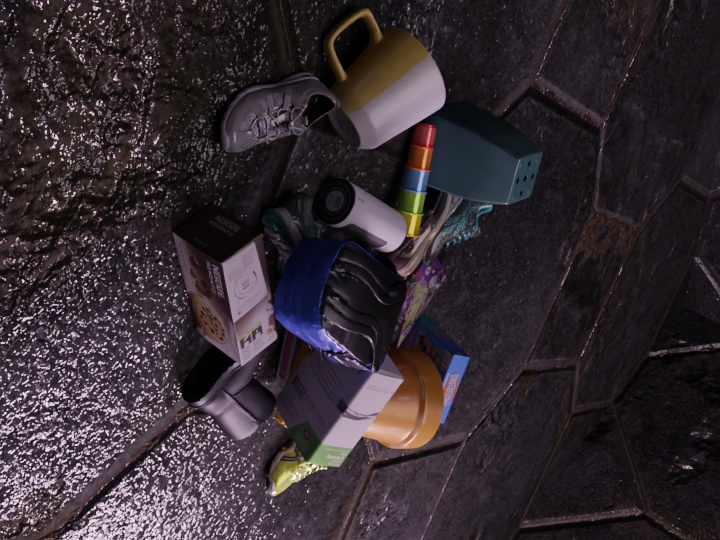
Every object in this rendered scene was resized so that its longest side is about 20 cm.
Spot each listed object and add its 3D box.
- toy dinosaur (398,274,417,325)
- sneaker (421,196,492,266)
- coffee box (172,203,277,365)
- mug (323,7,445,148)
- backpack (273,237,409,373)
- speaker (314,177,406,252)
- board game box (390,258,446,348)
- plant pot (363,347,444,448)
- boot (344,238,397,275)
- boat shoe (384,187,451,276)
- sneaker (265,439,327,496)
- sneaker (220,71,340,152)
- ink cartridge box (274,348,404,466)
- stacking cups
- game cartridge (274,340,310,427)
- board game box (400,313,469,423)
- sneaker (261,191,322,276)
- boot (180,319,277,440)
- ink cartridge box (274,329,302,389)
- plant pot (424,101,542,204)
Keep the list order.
[{"bbox_3d":[0.039,0.067,1.624,0.199,0.076,0.104,-29,111,-54],"label":"toy dinosaur"},{"bbox_3d":[0.196,-0.087,1.703,0.202,0.090,0.078,-56,171,-5],"label":"sneaker"},{"bbox_3d":[-0.193,0.022,1.232,0.079,0.112,0.203,-37,142,-32],"label":"coffee box"},{"bbox_3d":[0.016,-0.283,1.310,0.153,0.187,0.149,-40,177,-15],"label":"mug"},{"bbox_3d":[-0.047,0.048,1.270,0.200,0.165,0.166,41,59,-53],"label":"backpack"},{"bbox_3d":[0.005,-0.093,1.462,0.082,0.080,0.199,-62,149,2],"label":"speaker"},{"bbox_3d":[0.104,0.059,1.777,0.202,0.032,0.120,-55,144,-11],"label":"board game box"},{"bbox_3d":[0.036,0.255,1.693,0.181,0.199,0.204,6,110,-40],"label":"plant pot"},{"bbox_3d":[0.002,0.001,1.492,0.213,0.078,0.160,-63,148,-46],"label":"boot"},{"bbox_3d":[0.111,-0.088,1.631,0.064,0.072,0.202,34,77,-23],"label":"boat shoe"},{"bbox_3d":[-0.105,0.367,1.665,0.200,0.076,0.076,-44,146,-25],"label":"sneaker"},{"bbox_3d":[-0.112,-0.222,1.188,0.199,0.081,0.076,-38,142,-33],"label":"sneaker"},{"bbox_3d":[-0.039,0.199,1.407,0.083,0.146,0.201,20,113,-43],"label":"ink cartridge box"},{"bbox_3d":[0.105,-0.166,1.550,0.060,0.060,0.204,-2,109,-54],"label":"stacking cups"},{"bbox_3d":[-0.070,0.186,1.556,0.175,0.032,0.204,2,111,-59],"label":"game cartridge"},{"bbox_3d":[0.143,0.201,1.784,0.044,0.200,0.155,12,108,-27],"label":"board game box"},{"bbox_3d":[-0.091,-0.043,1.371,0.091,0.077,0.202,-48,149,-28],"label":"sneaker"},{"bbox_3d":[-0.184,0.173,1.394,0.201,0.076,0.169,-48,143,-8],"label":"boot"},{"bbox_3d":[-0.096,0.111,1.519,0.094,0.037,0.204,-17,126,-50],"label":"ink cartridge box"},{"bbox_3d":[0.225,-0.207,1.577,0.140,0.198,0.144,-19,131,-47],"label":"plant pot"}]
